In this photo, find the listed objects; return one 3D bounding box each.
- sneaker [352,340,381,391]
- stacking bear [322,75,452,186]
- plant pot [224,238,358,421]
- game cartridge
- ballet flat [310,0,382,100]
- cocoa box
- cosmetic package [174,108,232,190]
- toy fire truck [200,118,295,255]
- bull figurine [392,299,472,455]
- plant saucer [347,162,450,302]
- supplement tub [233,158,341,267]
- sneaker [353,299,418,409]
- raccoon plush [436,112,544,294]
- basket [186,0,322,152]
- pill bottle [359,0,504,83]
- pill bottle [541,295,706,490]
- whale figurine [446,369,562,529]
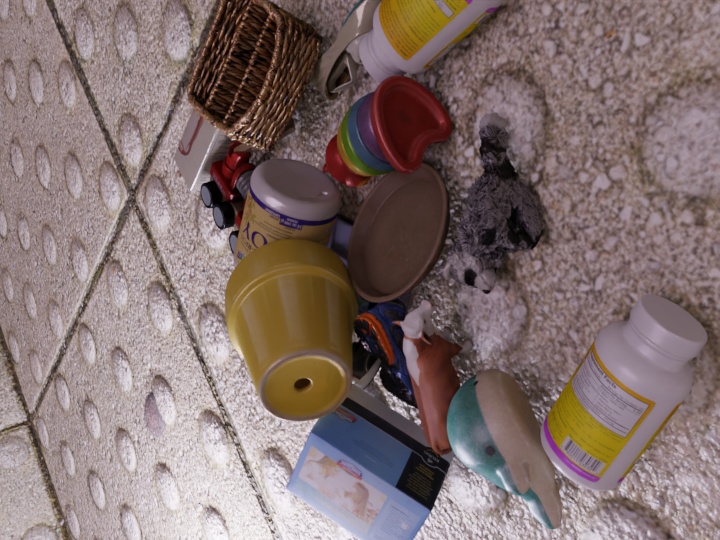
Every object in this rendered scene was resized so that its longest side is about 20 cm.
[{"bbox_3d":[-0.026,0.146,1.045,0.086,0.081,0.200,42,131,-3],"label":"sneaker"},{"bbox_3d":[0.015,-0.178,0.934,0.115,0.121,0.199,51,150,-10],"label":"stacking bear"},{"bbox_3d":[-0.090,0.094,0.933,0.191,0.195,0.204,-107,34,-51],"label":"plant pot"},{"bbox_3d":[0.000,0.000,1.042,0.198,0.038,0.134,29,115,39],"label":"game cartridge"},{"bbox_3d":[-0.010,-0.313,0.962,0.199,0.068,0.071,-34,74,54],"label":"ballet flat"},{"bbox_3d":[0.015,0.289,0.967,0.196,0.131,0.136,30,123,9],"label":"cocoa box"},{"bbox_3d":[-0.252,-0.247,1.204,0.088,0.102,0.201,56,131,23],"label":"cosmetic package"},{"bbox_3d":[-0.174,-0.153,1.146,0.178,0.126,0.202,55,142,22],"label":"toy fire truck"},{"bbox_3d":[0.106,0.137,0.895,0.064,0.119,0.207,-6,95,45],"label":"bull figurine"},{"bbox_3d":[0.053,-0.051,0.922,0.198,0.029,0.206,-29,50,41],"label":"plant saucer"},{"bbox_3d":[-0.119,-0.052,1.036,0.145,0.143,0.204,42,127,31],"label":"supplement tub"},{"bbox_3d":[0.064,0.122,0.941,0.074,0.078,0.203,23,147,47],"label":"sneaker"},{"bbox_3d":[0.157,-0.075,0.849,0.134,0.094,0.206,-35,44,58],"label":"raccoon plush"},{"bbox_3d":[-0.165,-0.302,1.010,0.203,0.146,0.144,-59,29,19],"label":"basket"},{"bbox_3d":[0.083,-0.320,0.832,0.198,0.103,0.107,-31,76,45],"label":"pill bottle"},{"bbox_3d":[0.280,0.130,0.712,0.104,0.102,0.204,42,126,31],"label":"pill bottle"},{"bbox_3d":[0.177,0.225,0.819,0.102,0.160,0.203,-27,104,18],"label":"whale figurine"}]
